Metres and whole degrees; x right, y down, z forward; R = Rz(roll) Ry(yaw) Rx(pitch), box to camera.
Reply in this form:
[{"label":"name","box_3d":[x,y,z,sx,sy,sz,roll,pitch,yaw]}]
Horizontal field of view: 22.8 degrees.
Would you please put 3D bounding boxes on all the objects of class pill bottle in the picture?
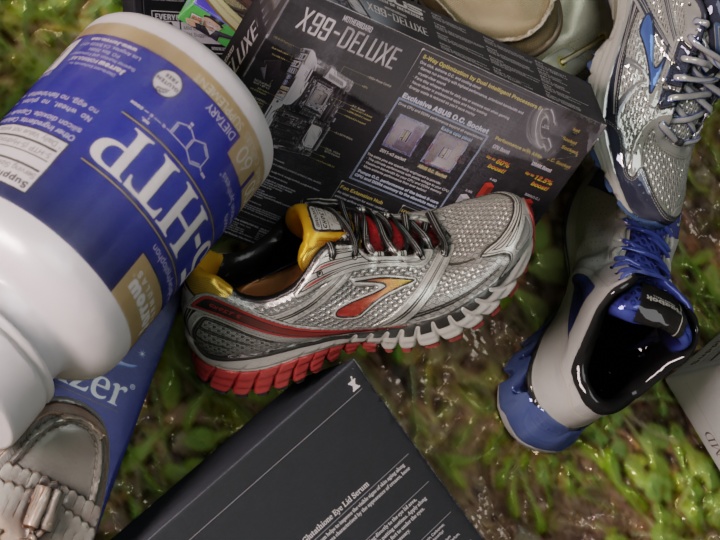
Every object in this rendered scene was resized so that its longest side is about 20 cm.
[{"label":"pill bottle","box_3d":[-0.142,-0.018,0.863,0.120,0.120,0.200,42,62,-12]}]

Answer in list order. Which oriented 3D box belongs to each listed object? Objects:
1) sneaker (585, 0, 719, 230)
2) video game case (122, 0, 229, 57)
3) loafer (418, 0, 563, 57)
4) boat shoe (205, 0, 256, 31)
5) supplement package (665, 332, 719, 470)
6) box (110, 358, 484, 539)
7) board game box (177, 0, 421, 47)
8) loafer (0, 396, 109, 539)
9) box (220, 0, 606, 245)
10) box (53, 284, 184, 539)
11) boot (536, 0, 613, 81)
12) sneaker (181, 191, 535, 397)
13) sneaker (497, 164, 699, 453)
[{"label":"sneaker","box_3d":[0.184,-0.125,1.040,0.077,0.085,0.201,13,77,-49]},{"label":"video game case","box_3d":[-0.048,-0.203,1.067,0.199,0.025,0.182,0,78,-26]},{"label":"loafer","box_3d":[0.043,-0.204,1.012,0.076,0.067,0.200,-37,84,4]},{"label":"boat shoe","box_3d":[-0.052,-0.171,0.973,0.199,0.065,0.074,27,66,-19]},{"label":"supplement package","box_3d":[0.305,0.069,1.080,0.117,0.200,0.117,-35,94,-29]},{"label":"box","box_3d":[-0.046,0.165,0.952,0.200,0.079,0.142,-39,100,-28]},{"label":"board game box","box_3d":[-0.008,-0.198,1.055,0.134,0.029,0.201,30,67,-18]},{"label":"loafer","box_3d":[-0.175,0.159,0.858,0.072,0.063,0.201,29,91,-20]},{"label":"box","box_3d":[0.011,-0.069,0.991,0.199,0.158,0.050,20,32,-21]},{"label":"box","box_3d":[-0.164,0.033,0.927,0.121,0.032,0.201,26,66,-19]},{"label":"boot","box_3d":[0.105,-0.171,1.081,0.199,0.072,0.156,-29,116,-35]},{"label":"sneaker","box_3d":[0.000,0.000,0.949,0.199,0.078,0.083,-20,128,-8]},{"label":"sneaker","box_3d":[0.165,0.015,1.071,0.080,0.115,0.200,32,66,-17]}]
